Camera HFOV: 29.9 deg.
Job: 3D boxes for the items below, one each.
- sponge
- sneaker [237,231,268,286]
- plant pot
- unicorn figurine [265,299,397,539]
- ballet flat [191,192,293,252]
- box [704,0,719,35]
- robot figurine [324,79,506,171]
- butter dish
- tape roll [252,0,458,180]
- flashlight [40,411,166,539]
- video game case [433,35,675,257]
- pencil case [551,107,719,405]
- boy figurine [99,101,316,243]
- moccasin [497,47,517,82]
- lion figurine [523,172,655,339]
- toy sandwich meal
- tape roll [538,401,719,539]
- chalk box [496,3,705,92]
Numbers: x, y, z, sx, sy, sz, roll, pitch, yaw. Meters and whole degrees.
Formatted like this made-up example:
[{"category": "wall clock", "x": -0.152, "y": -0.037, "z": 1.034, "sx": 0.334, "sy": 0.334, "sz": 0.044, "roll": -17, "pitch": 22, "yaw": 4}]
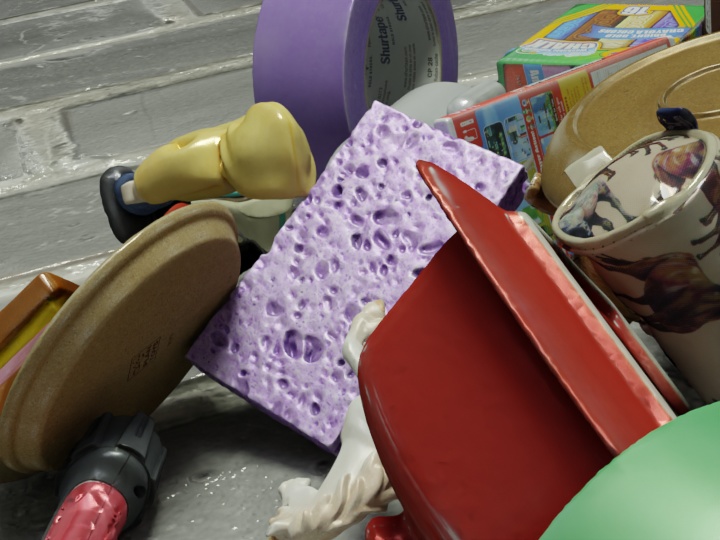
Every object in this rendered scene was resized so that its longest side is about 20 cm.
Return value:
[{"category": "sponge", "x": 0.000, "y": 0.000, "z": 0.789, "sx": 0.111, "sy": 0.030, "sz": 0.201, "roll": 29, "pitch": 75, "yaw": 27}, {"category": "sneaker", "x": -0.087, "y": 0.001, "z": 0.907, "sx": 0.074, "sy": 0.083, "sz": 0.200, "roll": -21, "pitch": 25, "yaw": -25}, {"category": "plant pot", "x": 0.183, "y": -0.082, "z": 0.675, "sx": 0.199, "sy": 0.028, "sz": 0.200, "roll": -18, "pitch": 25, "yaw": 9}, {"category": "unicorn figurine", "x": 0.029, "y": 0.084, "z": 0.684, "sx": 0.198, "sy": 0.074, "sz": 0.138, "roll": -1, "pitch": 42, "yaw": -1}, {"category": "ballet flat", "x": -0.109, "y": -0.048, "z": 1.050, "sx": 0.069, "sy": 0.070, "sz": 0.200, "roll": -21, "pitch": 21, "yaw": -24}, {"category": "box", "x": 0.351, "y": -0.125, "z": 0.930, "sx": 0.198, "sy": 0.167, "sz": 0.164, "roll": -7, "pitch": 25, "yaw": 5}, {"category": "robot figurine", "x": 0.044, "y": -0.059, "z": 0.925, "sx": 0.113, "sy": 0.170, "sz": 0.200, "roll": 35, "pitch": 35, "yaw": 8}, {"category": "butter dish", "x": 0.066, "y": 0.086, "z": 0.571, "sx": 0.148, "sy": 0.200, "sz": 0.200, "roll": -39, "pitch": 58, "yaw": 9}, {"category": "tape roll", "x": 0.001, "y": -0.164, "z": 1.097, "sx": 0.084, "sy": 0.201, "sz": 0.200, "roll": 5, "pitch": 27, "yaw": 29}, {"category": "flashlight", "x": -0.136, "y": 0.136, "z": 0.648, "sx": 0.067, "sy": 0.068, "sz": 0.200, "roll": -6, "pitch": 25, "yaw": 9}, {"category": "video game case", "x": 0.148, "y": -0.060, "z": 0.889, "sx": 0.199, "sy": 0.144, "sz": 0.017, "roll": -23, "pitch": 13, "yaw": -28}, {"category": "pencil case", "x": 0.167, "y": 0.026, "z": 0.583, "sx": 0.078, "sy": 0.200, "sz": 0.090, "roll": -37, "pitch": 23, "yaw": 15}, {"category": "boy figurine", "x": -0.090, "y": -0.065, "z": 0.885, "sx": 0.124, "sy": 0.065, "sz": 0.199, "roll": -16, "pitch": 4, "yaw": -40}, {"category": "moccasin", "x": 0.144, "y": -0.153, "z": 1.165, "sx": 0.068, "sy": 0.081, "sz": 0.200, "roll": 11, "pitch": 28, "yaw": 15}, {"category": "lion figurine", "x": 0.127, "y": 0.019, "z": 0.750, "sx": 0.122, "sy": 0.200, "sz": 0.073, "roll": 28, "pitch": 69, "yaw": 3}, {"category": "toy sandwich meal", "x": -0.150, "y": 0.033, "z": 0.756, "sx": 0.070, "sy": 0.206, "sz": 0.205, "roll": 37, "pitch": 42, "yaw": 14}, {"category": "tape roll", "x": 0.108, "y": 0.140, "z": 0.393, "sx": 0.200, "sy": 0.202, "sz": 0.048, "roll": -24, "pitch": 29, "yaw": -30}, {"category": "chalk box", "x": 0.184, "y": -0.116, "z": 1.021, "sx": 0.123, "sy": 0.126, "sz": 0.200, "roll": 7, "pitch": 28, "yaw": 32}]
